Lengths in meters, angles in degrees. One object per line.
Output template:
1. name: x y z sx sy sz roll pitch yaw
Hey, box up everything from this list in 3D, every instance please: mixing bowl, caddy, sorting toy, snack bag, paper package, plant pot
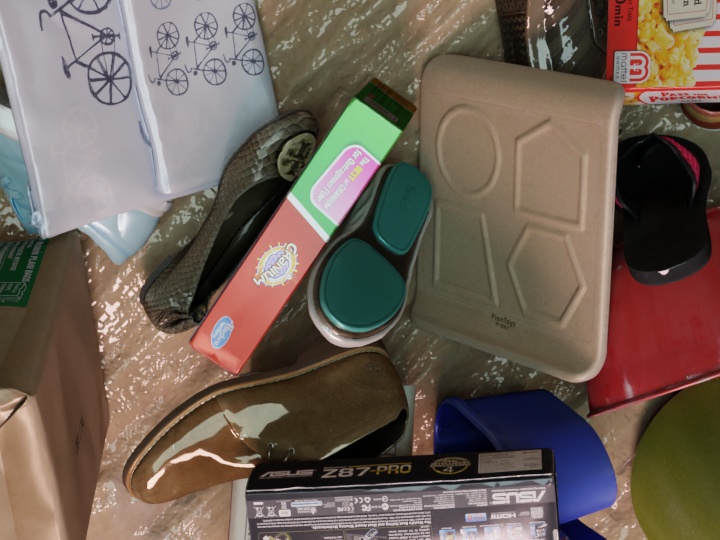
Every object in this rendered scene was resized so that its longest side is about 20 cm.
1. mixing bowl: 0.234 0.021 1.155 0.198 0.200 0.109 -20 83 5
2. caddy: 0.106 0.166 1.181 0.104 0.200 0.143 -11 106 -14
3. sorting toy: 0.109 -0.041 1.152 0.036 0.184 0.202 -7 107 -40
4. snack bag: -0.154 -0.137 1.141 0.199 0.021 0.191 -18 106 -27
5. paper package: -0.243 0.100 1.137 0.102 0.201 0.192 -1 123 1
6. plant pot: 0.300 0.194 1.166 0.185 0.200 0.189 -1 112 -2

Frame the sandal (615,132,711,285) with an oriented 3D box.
1. sandal: 0.200 -0.057 1.113 0.074 0.200 0.045 -21 113 14

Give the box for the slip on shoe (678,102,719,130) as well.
1. slip on shoe: 0.279 -0.191 1.147 0.074 0.061 0.201 27 103 10

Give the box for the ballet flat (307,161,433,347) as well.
1. ballet flat: 0.000 0.000 1.129 0.069 0.201 0.070 10 127 13

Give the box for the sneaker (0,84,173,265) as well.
1. sneaker: -0.236 -0.070 1.178 0.199 0.074 0.082 30 98 -7

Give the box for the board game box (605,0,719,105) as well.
1. board game box: 0.266 -0.190 1.095 0.198 0.046 0.153 0 82 18

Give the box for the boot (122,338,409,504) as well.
1. boot: -0.062 0.114 1.097 0.199 0.076 0.074 -25 143 -5

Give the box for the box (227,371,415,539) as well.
1. box: -0.030 0.181 1.189 0.126 0.109 0.202 4 81 0

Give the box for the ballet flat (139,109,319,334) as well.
1. ballet flat: -0.089 -0.030 1.183 0.200 0.067 0.046 -50 56 18

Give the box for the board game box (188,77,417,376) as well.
1. board game box: -0.037 -0.035 1.145 0.040 0.153 0.201 34 103 -2

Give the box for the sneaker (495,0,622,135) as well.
1. sneaker: 0.141 -0.178 1.163 0.075 0.070 0.202 -11 108 -17

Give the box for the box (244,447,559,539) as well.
1. box: 0.033 0.201 1.068 0.198 0.049 0.163 -5 106 6
